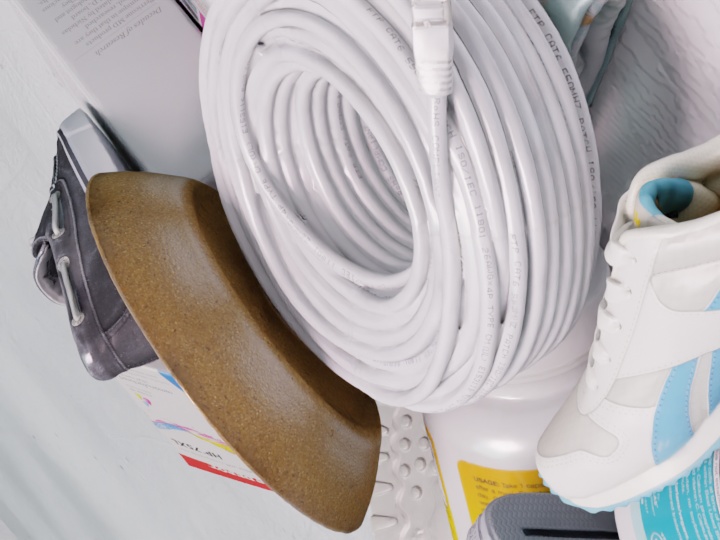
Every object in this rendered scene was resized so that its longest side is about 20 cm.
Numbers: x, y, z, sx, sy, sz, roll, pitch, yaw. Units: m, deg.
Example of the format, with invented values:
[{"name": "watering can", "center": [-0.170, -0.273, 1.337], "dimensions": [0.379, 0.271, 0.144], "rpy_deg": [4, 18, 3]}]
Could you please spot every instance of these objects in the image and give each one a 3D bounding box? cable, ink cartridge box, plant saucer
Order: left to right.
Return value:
[{"name": "ink cartridge box", "center": [-0.078, 0.090, 1.132], "dimensions": [0.115, 0.068, 0.200], "rpy_deg": [13, 153, 29]}, {"name": "plant saucer", "center": [-0.047, 0.026, 0.775], "dimensions": [0.201, 0.035, 0.200], "rpy_deg": [51, -170, -12]}, {"name": "cable", "center": [0.009, -0.044, 0.675], "dimensions": [0.199, 0.069, 0.202], "rpy_deg": [17, 127, 53]}]

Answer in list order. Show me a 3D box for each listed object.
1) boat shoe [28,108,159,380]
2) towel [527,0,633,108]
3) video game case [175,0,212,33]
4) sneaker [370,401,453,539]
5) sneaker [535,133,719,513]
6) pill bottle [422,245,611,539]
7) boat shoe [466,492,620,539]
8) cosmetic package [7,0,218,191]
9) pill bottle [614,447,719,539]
[{"name": "boat shoe", "center": [-0.135, -0.013, 0.856], "dimensions": [0.072, 0.068, 0.200], "rpy_deg": [57, -179, -40]}, {"name": "towel", "center": [0.028, -0.119, 0.715], "dimensions": [0.171, 0.048, 0.200], "rpy_deg": [44, 157, 15]}, {"name": "video game case", "center": [-0.067, -0.127, 0.850], "dimensions": [0.201, 0.024, 0.182], "rpy_deg": [52, 177, -3]}, {"name": "sneaker", "center": [0.050, 0.120, 0.938], "dimensions": [0.076, 0.080, 0.202], "rpy_deg": [5, 91, 31]}, {"name": "sneaker", "center": [0.117, 0.009, 0.612], "dimensions": [0.080, 0.077, 0.200], "rpy_deg": [32, 126, -7]}, {"name": "pill bottle", "center": [0.090, 0.083, 0.811], "dimensions": [0.112, 0.112, 0.201], "rpy_deg": [27, 141, 46]}, {"name": "boat shoe", "center": [0.127, 0.139, 0.757], "dimensions": [0.072, 0.198, 0.062], "rpy_deg": [-106, 34, -46]}, {"name": "cosmetic package", "center": [-0.115, -0.099, 0.932], "dimensions": [0.200, 0.071, 0.102], "rpy_deg": [51, 172, 26]}, {"name": "pill bottle", "center": [0.182, 0.078, 0.634], "dimensions": [0.111, 0.111, 0.200], "rpy_deg": [51, 158, -1]}]
